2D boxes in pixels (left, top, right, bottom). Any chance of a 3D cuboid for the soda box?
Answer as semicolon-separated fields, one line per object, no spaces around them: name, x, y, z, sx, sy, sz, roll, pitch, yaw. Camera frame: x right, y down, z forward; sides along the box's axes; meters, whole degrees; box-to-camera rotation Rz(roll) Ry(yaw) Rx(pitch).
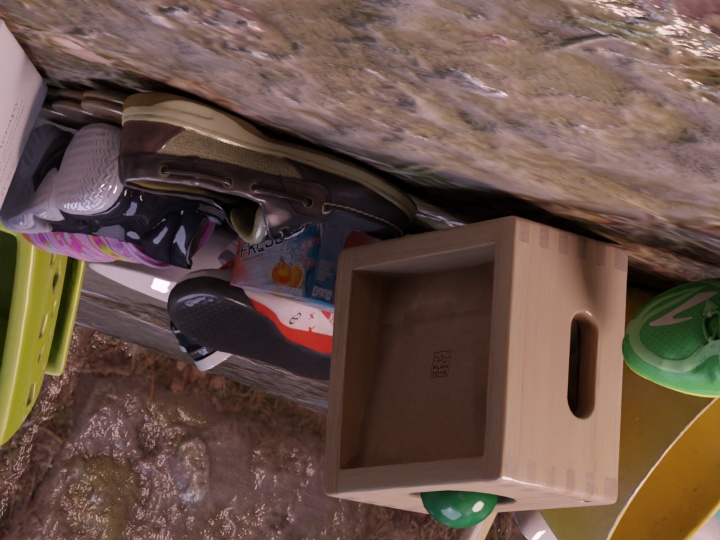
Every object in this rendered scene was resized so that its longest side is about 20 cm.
soda box;0.000;0.000;1.630;0.068;0.064;0.200;10;176;34

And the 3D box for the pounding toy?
pounding toy;0.074;0.089;1.494;0.142;0.200;0.184;14;164;-40

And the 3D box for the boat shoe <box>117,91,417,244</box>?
boat shoe;-0.060;-0.048;1.479;0.201;0.066;0.072;21;167;-27

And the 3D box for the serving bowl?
serving bowl;-0.120;-0.002;2.000;0.200;0.066;0.200;17;172;2

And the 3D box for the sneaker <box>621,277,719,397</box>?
sneaker;0.233;0.033;1.370;0.200;0.074;0.084;1;166;37

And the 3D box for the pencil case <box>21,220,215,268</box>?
pencil case;-0.180;-0.047;1.746;0.087;0.087;0.200;22;173;-29

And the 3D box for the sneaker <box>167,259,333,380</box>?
sneaker;-0.065;0.002;1.670;0.067;0.108;0.201;-16;156;32

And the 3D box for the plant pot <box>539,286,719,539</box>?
plant pot;0.170;0.090;1.588;0.142;0.200;0.200;40;-177;24

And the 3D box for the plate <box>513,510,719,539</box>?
plate;0.168;0.110;1.726;0.200;0.200;0.032;12;138;-37

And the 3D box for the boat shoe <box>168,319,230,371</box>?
boat shoe;-0.167;0.052;2.570;0.060;0.076;0.200;59;172;-13

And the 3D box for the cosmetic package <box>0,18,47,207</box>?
cosmetic package;-0.301;-0.079;1.448;0.166;0.167;0.200;19;174;2

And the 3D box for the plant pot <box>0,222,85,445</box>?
plant pot;-0.333;0.006;2.003;0.200;0.199;0.181;16;-161;12

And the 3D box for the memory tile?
memory tile;-0.110;-0.079;1.582;0.200;0.017;0.153;21;173;-27

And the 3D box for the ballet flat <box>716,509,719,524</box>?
ballet flat;0.178;0.152;1.807;0.200;0.067;0.070;31;-156;23

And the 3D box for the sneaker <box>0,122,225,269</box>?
sneaker;-0.161;-0.044;1.600;0.114;0.076;0.200;24;169;-24

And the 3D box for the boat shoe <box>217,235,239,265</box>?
boat shoe;-0.046;0.000;1.840;0.074;0.065;0.202;38;-179;22
